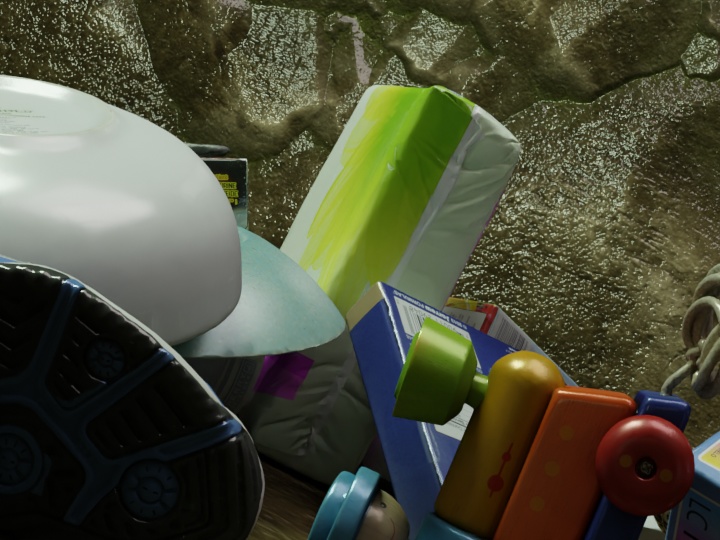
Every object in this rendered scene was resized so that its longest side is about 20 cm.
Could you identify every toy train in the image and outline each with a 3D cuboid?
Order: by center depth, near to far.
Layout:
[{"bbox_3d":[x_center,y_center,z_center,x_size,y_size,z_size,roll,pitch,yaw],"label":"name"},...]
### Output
[{"bbox_3d":[0.064,0.048,0.629,0.115,0.202,0.085,23,1,5],"label":"toy train"}]

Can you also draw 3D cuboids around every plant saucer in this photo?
[{"bbox_3d":[-0.104,-0.001,0.786,0.198,0.039,0.201,5,9,-1],"label":"plant saucer"}]

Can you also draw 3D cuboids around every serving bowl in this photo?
[{"bbox_3d":[-0.140,-0.033,0.673,0.198,0.067,0.200,8,20,-3],"label":"serving bowl"}]

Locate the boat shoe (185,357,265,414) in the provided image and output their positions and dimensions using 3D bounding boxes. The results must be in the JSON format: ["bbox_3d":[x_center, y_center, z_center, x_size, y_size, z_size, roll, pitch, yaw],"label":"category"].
[{"bbox_3d":[-0.110,0.023,0.921,0.068,0.072,0.200,27,11,-25],"label":"boat shoe"}]

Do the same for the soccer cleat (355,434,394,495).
[{"bbox_3d":[0.035,0.082,0.970,0.069,0.087,0.200,27,1,-1],"label":"soccer cleat"}]

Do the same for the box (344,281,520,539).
[{"bbox_3d":[0.064,0.103,0.785,0.121,0.032,0.201,27,30,-35],"label":"box"}]

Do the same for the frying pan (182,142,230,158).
[{"bbox_3d":[-0.178,-0.069,0.952,0.188,0.031,0.114,-5,-1,34],"label":"frying pan"}]

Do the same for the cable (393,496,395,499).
[{"bbox_3d":[0.098,0.160,0.841,0.198,0.051,0.097,13,27,-31],"label":"cable"}]

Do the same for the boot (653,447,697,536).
[{"bbox_3d":[0.233,0.173,0.914,0.151,0.073,0.200,51,11,31],"label":"boot"}]

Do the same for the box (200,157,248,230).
[{"bbox_3d":[-0.148,-0.037,0.958,0.135,0.040,0.200,0,-1,-17],"label":"box"}]

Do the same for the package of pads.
[{"bbox_3d":[0.000,0.000,0.922,0.068,0.201,0.154,28,1,-13],"label":"package of pads"}]

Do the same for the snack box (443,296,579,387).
[{"bbox_3d":[0.071,0.079,1.091,0.141,0.053,0.200,11,-23,43],"label":"snack box"}]

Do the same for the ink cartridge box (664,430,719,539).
[{"bbox_3d":[0.210,0.154,0.655,0.199,0.138,0.076,27,40,34],"label":"ink cartridge box"}]

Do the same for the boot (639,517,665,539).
[{"bbox_3d":[0.232,0.144,1.048,0.199,0.096,0.074,-10,-61,51],"label":"boot"}]

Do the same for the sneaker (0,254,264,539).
[{"bbox_3d":[-0.114,0.023,0.525,0.199,0.076,0.077,30,6,7],"label":"sneaker"}]
